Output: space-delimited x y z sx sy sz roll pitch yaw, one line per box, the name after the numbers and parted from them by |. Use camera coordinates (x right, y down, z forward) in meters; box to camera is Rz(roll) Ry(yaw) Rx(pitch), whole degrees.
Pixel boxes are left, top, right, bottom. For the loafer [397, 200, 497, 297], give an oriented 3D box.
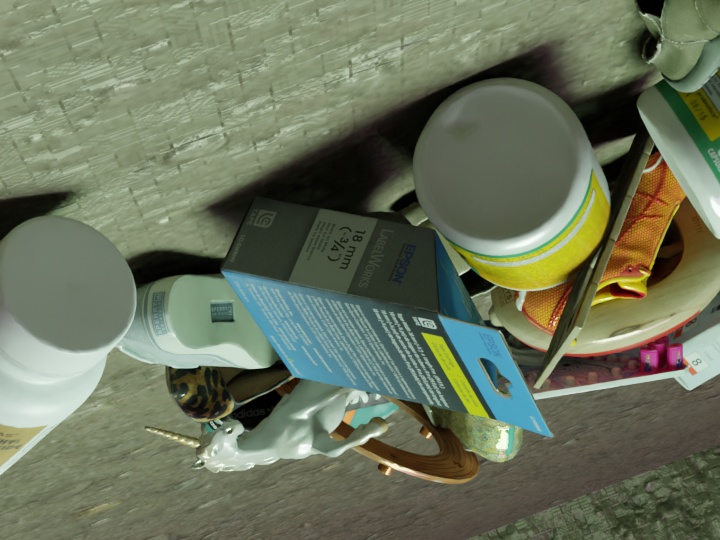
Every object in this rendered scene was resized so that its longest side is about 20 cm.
0.088 -0.015 1.561 0.076 0.068 0.200 -28 164 25 | loafer

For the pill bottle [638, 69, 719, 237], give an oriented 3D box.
0.289 -0.116 1.341 0.200 0.113 0.113 -31 164 6 | pill bottle

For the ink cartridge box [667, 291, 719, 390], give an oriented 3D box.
0.348 0.000 1.741 0.200 0.050 0.162 -38 -168 33 | ink cartridge box

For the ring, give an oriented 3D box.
0.006 0.122 1.725 0.200 0.200 0.019 5 118 -59 | ring

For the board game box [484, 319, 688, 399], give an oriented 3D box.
0.140 0.060 1.732 0.200 0.026 0.200 -7 -164 -15 | board game box

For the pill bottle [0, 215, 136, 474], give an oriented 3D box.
-0.219 0.049 1.273 0.114 0.115 0.200 -9 161 -38 | pill bottle

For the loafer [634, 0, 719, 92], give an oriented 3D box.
0.199 -0.160 1.225 0.075 0.070 0.200 -54 180 -9 | loafer

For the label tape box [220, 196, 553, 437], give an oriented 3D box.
0.028 0.029 1.360 0.200 0.063 0.144 11 154 26 | label tape box

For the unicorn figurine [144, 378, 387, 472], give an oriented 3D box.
-0.037 0.098 1.527 0.137 0.074 0.200 -22 -177 34 | unicorn figurine

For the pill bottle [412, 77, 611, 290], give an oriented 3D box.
0.105 -0.048 1.378 0.113 0.113 0.200 -23 166 8 | pill bottle

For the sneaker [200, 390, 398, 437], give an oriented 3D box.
-0.039 0.111 1.825 0.200 0.071 0.080 -16 169 -15 | sneaker

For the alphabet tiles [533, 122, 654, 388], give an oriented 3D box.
0.172 -0.025 1.475 0.008 0.200 0.167 23 163 2 | alphabet tiles

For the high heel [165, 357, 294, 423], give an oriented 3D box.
-0.066 0.059 1.588 0.142 0.072 0.200 -19 -178 13 | high heel

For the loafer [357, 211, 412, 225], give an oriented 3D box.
0.000 0.000 1.505 0.070 0.070 0.200 -19 174 -26 | loafer

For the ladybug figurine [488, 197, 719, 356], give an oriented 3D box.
0.198 0.010 1.656 0.200 0.136 0.072 -16 142 5 | ladybug figurine

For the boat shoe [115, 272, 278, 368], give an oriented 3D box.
-0.119 0.034 1.479 0.071 0.070 0.201 -5 173 21 | boat shoe

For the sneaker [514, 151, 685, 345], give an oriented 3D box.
0.205 -0.022 1.598 0.200 0.077 0.073 -46 167 -9 | sneaker

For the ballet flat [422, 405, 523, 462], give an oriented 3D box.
0.083 0.109 1.741 0.071 0.071 0.200 -17 -161 -15 | ballet flat
